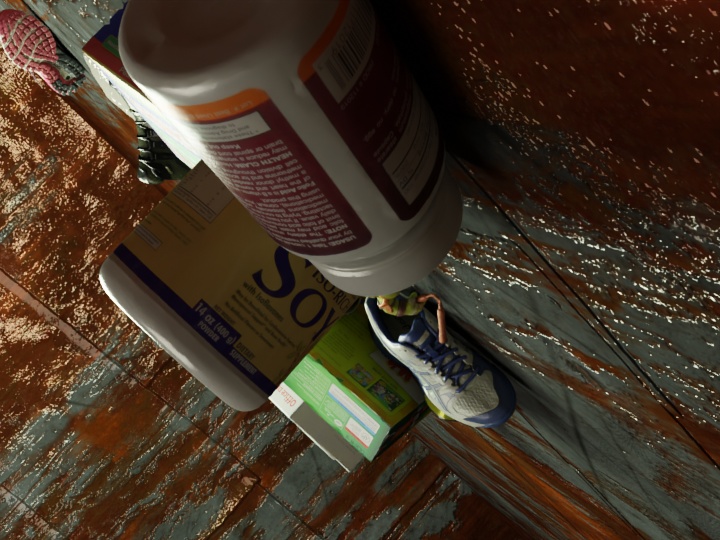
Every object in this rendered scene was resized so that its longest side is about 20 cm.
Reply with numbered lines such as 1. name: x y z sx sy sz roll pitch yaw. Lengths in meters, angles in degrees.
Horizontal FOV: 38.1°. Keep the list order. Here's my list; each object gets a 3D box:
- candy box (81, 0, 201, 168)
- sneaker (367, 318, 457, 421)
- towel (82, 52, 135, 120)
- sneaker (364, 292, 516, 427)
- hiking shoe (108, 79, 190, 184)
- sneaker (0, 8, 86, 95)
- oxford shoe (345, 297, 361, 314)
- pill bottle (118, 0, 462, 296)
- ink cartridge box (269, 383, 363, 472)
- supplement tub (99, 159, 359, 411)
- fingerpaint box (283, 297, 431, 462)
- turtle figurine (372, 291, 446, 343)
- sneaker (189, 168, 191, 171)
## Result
1. candy box: -0.125 -0.128 0.916 0.169 0.077 0.200 38 171 24
2. sneaker: 0.075 0.086 1.212 0.200 0.066 0.079 49 144 45
3. towel: -0.325 -0.242 1.477 0.132 0.035 0.200 41 172 4
4. sneaker: 0.076 0.092 1.101 0.200 0.075 0.088 38 177 27
5. hiking shoe: -0.246 -0.158 1.284 0.200 0.101 0.076 46 171 -26
6. sneaker: -0.545 -0.367 1.742 0.075 0.081 0.200 41 173 28
7. oxford shoe: -0.050 -0.003 1.210 0.075 0.058 0.200 -6 152 26
8. pill bottle: -0.023 -0.076 0.539 0.114 0.114 0.200 36 170 39
9. ink cartridge box: -0.022 0.171 1.601 0.146 0.200 0.147 46 171 -26
10. supplement tub: -0.061 -0.021 0.709 0.145 0.200 0.145 41 173 6
11. fingerpaint box: -0.001 0.113 1.282 0.200 0.167 0.074 39 130 17
12. turtle figurine: 0.000 0.000 1.036 0.161 0.064 0.200 34 169 50
13. sneaker: -0.138 -0.107 1.163 0.090 0.078 0.200 35 179 -6
